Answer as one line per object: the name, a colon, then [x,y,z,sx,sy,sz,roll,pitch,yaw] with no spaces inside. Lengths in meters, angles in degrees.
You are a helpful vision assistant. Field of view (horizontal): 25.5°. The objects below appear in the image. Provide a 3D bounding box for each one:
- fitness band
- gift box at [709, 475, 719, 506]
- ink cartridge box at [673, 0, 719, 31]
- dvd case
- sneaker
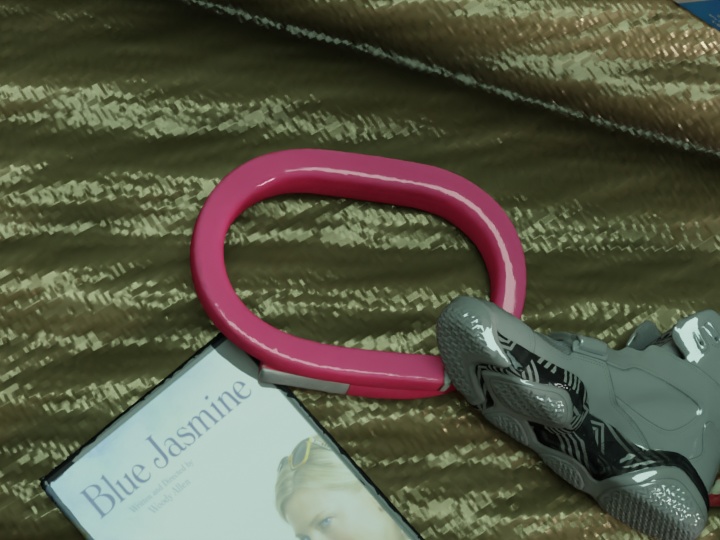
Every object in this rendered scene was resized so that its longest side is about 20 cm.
fitness band: [0.000,0.000,0.928,0.200,0.037,0.144,8,67,-10]
gift box: [0.305,0.138,0.856,0.185,0.187,0.200,41,92,5]
ink cartridge box: [0.241,-0.229,0.954,0.146,0.200,0.086,35,72,4]
dvd case: [-0.061,0.147,0.892,0.143,0.018,0.200,-40,80,-16]
sneaker: [0.137,0.055,0.902,0.200,0.075,0.115,40,66,-15]
